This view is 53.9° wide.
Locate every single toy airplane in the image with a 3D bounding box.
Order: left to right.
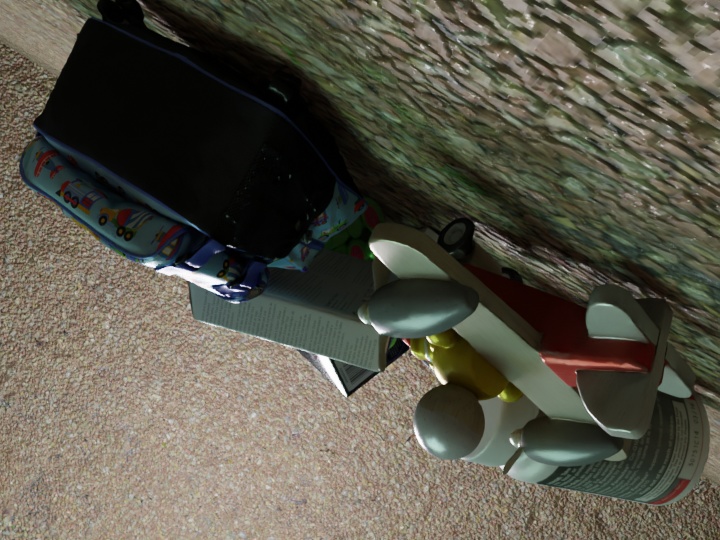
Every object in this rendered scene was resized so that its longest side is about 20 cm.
[{"bbox_3d":[0.090,0.058,0.429,0.199,0.142,0.199,36,173,13],"label":"toy airplane"}]

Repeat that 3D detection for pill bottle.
[{"bbox_3d":[0.177,0.124,0.593,0.197,0.116,0.114,15,-176,-19],"label":"pill bottle"}]

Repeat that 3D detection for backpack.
[{"bbox_3d":[-0.095,-0.063,0.485,0.181,0.136,0.200,30,179,23],"label":"backpack"}]

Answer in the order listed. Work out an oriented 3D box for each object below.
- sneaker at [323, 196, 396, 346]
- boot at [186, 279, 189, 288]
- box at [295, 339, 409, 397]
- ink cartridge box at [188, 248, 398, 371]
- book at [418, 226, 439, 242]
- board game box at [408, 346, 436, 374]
[{"bbox_3d":[0.000,0.000,0.751,0.075,0.085,0.202,-3,134,2],"label":"sneaker"},{"bbox_3d":[-0.121,0.018,0.779,0.167,0.072,0.201,53,-175,-41],"label":"boot"},{"bbox_3d":[-0.046,0.051,0.925,0.199,0.105,0.123,32,151,52],"label":"box"},{"bbox_3d":[-0.060,0.012,0.597,0.197,0.044,0.196,15,-167,7],"label":"ink cartridge box"},{"bbox_3d":[0.131,0.027,0.706,0.199,0.048,0.134,35,177,-3],"label":"book"},{"bbox_3d":[0.170,0.127,0.884,0.197,0.042,0.200,20,-170,-24],"label":"board game box"}]
